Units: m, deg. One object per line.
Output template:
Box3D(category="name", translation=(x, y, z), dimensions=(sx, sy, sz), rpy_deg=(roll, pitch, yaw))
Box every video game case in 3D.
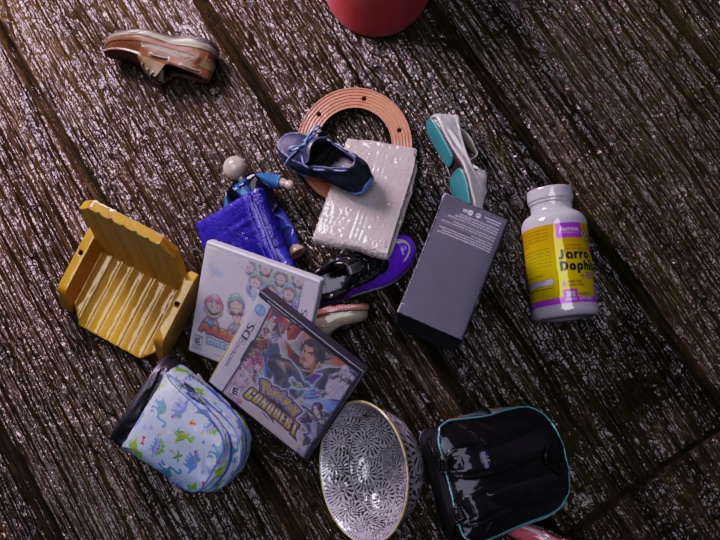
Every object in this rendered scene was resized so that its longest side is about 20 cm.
Box3D(category="video game case", translation=(-0.163, 0.069, 1.202), dimensions=(0.196, 0.024, 0.186), rpy_deg=(18, 107, 15))
Box3D(category="video game case", translation=(-0.112, 0.157, 1.177), dimensions=(0.199, 0.025, 0.182), rpy_deg=(36, 110, 9))

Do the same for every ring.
Box3D(category="ring", translation=(-0.011, -0.207, 1.312), dimensions=(0.195, 0.019, 0.206), rpy_deg=(-1, 81, 4))

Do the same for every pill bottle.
Box3D(category="pill bottle", translation=(0.306, -0.026, 1.217), dimensions=(0.102, 0.104, 0.205), rpy_deg=(-6, 80, 2))

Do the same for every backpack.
Box3D(category="backpack", translation=(-0.263, 0.249, 1.193), dimensions=(0.198, 0.154, 0.165), rpy_deg=(36, 87, -5))
Box3D(category="backpack", translation=(0.195, 0.289, 1.137), dimensions=(0.196, 0.154, 0.180), rpy_deg=(-13, 76, -13))

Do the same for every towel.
Box3D(category="towel", translation=(-0.179, -0.012, 1.241), dimensions=(0.146, 0.049, 0.204), rpy_deg=(-26, 82, 24))
Box3D(category="towel", translation=(0.011, -0.116, 1.241), dimensions=(0.130, 0.035, 0.203), rpy_deg=(12, 66, 17))

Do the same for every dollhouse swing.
Box3D(category="dollhouse swing", translation=(-0.374, 0.020, 1.214), dimensions=(0.197, 0.176, 0.185), rpy_deg=(26, 82, 7))

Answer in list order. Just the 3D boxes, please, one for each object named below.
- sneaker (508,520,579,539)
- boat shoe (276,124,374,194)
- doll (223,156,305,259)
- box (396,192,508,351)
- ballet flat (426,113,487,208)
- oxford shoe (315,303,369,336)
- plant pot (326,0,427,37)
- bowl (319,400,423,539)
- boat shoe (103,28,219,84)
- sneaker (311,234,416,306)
Box3D(category="sneaker", translation=(0.295, 0.434, 1.152), dimensions=(0.197, 0.074, 0.088), rpy_deg=(24, 86, 8))
Box3D(category="boat shoe", translation=(-0.060, -0.189, 1.237), dimensions=(0.197, 0.069, 0.085), rpy_deg=(20, 71, 33))
Box3D(category="doll", translation=(-0.163, -0.102, 1.286), dimensions=(0.135, 0.048, 0.202), rpy_deg=(-35, 79, 9))
Box3D(category="box", translation=(0.133, 0.011, 1.173), dimensions=(0.102, 0.200, 0.185), rpy_deg=(23, 82, 7))
Box3D(category="ballet flat", translation=(0.171, -0.169, 1.276), dimensions=(0.068, 0.070, 0.204), rpy_deg=(-20, 78, 0))
Box3D(category="oxford shoe", translation=(-0.073, 0.103, 1.239), dimensions=(0.196, 0.071, 0.075), rpy_deg=(-18, 83, 12))
Box3D(category="plant pot", translation=(0.026, -0.519, 1.285), dimensions=(0.195, 0.177, 0.206), rpy_deg=(0, 80, 3))
Box3D(category="bowl", translation=(0.033, 0.294, 1.165), dimensions=(0.093, 0.199, 0.206), rpy_deg=(4, 76, -40))
Box3D(category="boat shoe", translation=(-0.341, -0.360, 1.332), dimensions=(0.195, 0.076, 0.076), rpy_deg=(6, 83, 5))
Box3D(category="sneaker", translation=(0.000, 0.001, 1.232), dimensions=(0.197, 0.100, 0.071), rpy_deg=(-26, 81, -1))
